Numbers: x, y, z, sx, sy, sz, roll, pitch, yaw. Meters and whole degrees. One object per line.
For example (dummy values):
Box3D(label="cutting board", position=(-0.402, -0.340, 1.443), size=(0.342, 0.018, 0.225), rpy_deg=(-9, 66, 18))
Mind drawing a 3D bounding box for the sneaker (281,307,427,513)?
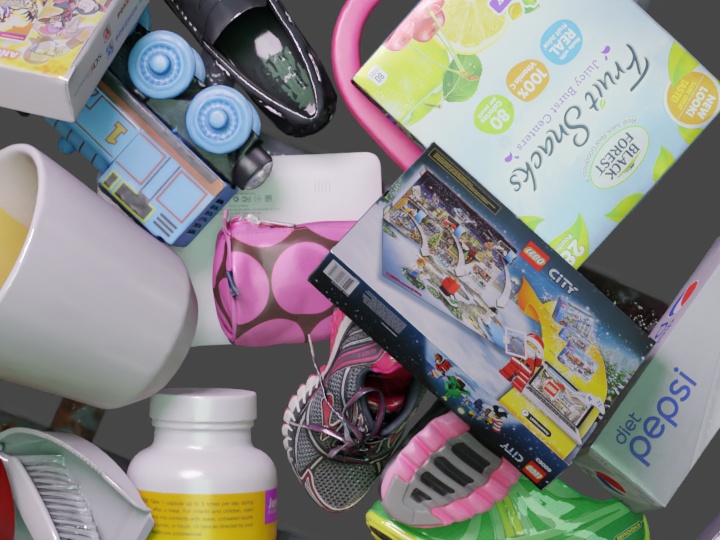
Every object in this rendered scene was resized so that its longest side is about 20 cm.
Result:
Box3D(label="sneaker", position=(-0.003, 0.095, 1.457), size=(0.080, 0.075, 0.201), rpy_deg=(2, 135, -14))

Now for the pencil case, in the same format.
Box3D(label="pencil case", position=(0.000, 0.000, 1.476), size=(0.199, 0.091, 0.094), rpy_deg=(-4, 100, -11))

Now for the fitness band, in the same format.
Box3D(label="fitness band", position=(0.072, -0.129, 1.515), size=(0.144, 0.037, 0.200), rpy_deg=(-44, 91, -1))

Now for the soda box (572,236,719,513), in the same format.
Box3D(label="soda box", position=(0.227, 0.067, 1.488), size=(0.068, 0.063, 0.200), rpy_deg=(39, 75, -2))

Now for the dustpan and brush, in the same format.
Box3D(label="dustpan and brush", position=(-0.232, 0.139, 1.488), size=(0.200, 0.057, 0.140), rpy_deg=(54, 131, 28))

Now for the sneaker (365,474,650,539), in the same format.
Box3D(label="sneaker", position=(0.102, 0.174, 1.512), size=(0.199, 0.074, 0.084), rpy_deg=(5, 74, -5))

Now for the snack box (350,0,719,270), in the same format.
Box3D(label="snack box", position=(0.121, -0.122, 1.466), size=(0.200, 0.068, 0.169), rpy_deg=(42, 91, -3))

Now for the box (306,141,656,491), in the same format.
Box3D(label="box", position=(0.080, 0.027, 1.394), size=(0.200, 0.038, 0.137), rpy_deg=(42, 46, 1))

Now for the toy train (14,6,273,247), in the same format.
Box3D(label="toy train", position=(-0.154, -0.111, 1.478), size=(0.200, 0.087, 0.114), rpy_deg=(43, 91, 3))

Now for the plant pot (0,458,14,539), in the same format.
Box3D(label="plant pot", position=(-0.348, 0.170, 1.410), size=(0.199, 0.182, 0.202), rpy_deg=(0, 91, 15))

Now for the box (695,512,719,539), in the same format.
Box3D(label="box", position=(0.253, 0.268, 1.477), size=(0.161, 0.049, 0.200), rpy_deg=(34, 105, -22))

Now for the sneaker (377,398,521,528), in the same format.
Box3D(label="sneaker", position=(0.083, 0.093, 1.490), size=(0.200, 0.095, 0.079), rpy_deg=(-44, 111, -11))

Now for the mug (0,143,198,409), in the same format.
Box3D(label="mug", position=(-0.199, 0.013, 1.436), size=(0.153, 0.186, 0.150), rpy_deg=(28, 87, -31))

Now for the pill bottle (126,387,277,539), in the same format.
Box3D(label="pill bottle", position=(-0.108, 0.183, 1.480), size=(0.104, 0.104, 0.201), rpy_deg=(1, 91, -2))

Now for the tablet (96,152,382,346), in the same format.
Box3D(label="tablet", position=(-0.082, -0.014, 1.523), size=(0.199, 0.014, 0.131), rpy_deg=(-3, 91, -2))

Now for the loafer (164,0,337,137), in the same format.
Box3D(label="loafer", position=(-0.086, -0.178, 1.491), size=(0.068, 0.070, 0.201), rpy_deg=(-38, 92, -2))

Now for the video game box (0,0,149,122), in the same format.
Box3D(label="video game box", position=(-0.239, -0.189, 1.423), size=(0.199, 0.047, 0.183), rpy_deg=(13, 49, 16))
